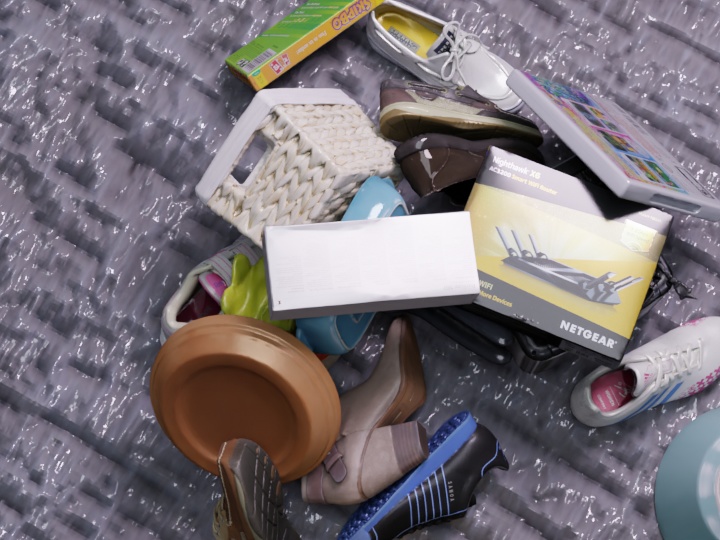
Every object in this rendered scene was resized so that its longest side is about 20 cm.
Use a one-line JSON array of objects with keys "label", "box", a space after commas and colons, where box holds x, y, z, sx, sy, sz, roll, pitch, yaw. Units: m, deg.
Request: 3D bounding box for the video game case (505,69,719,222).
[{"label": "video game case", "box": [0.263, -0.128, 1.535, 0.024, 0.181, 0.200, -56, 50, 23]}]

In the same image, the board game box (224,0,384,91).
[{"label": "board game box", "box": [-0.053, -0.273, 1.648, 0.199, 0.096, 0.030, -38, 117, -5]}]

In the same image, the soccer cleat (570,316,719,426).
[{"label": "soccer cleat", "box": [0.312, 0.106, 1.548, 0.199, 0.086, 0.070, -27, 77, -5]}]

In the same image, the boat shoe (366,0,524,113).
[{"label": "boat shoe", "box": [0.095, -0.242, 1.637, 0.201, 0.086, 0.075, 34, 80, 9]}]

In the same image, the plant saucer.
[{"label": "plant saucer", "box": [-0.119, 0.138, 1.477, 0.198, 0.202, 0.038, 16, 34, 6]}]

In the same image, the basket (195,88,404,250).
[{"label": "basket", "box": [-0.052, -0.098, 1.530, 0.123, 0.200, 0.136, 41, 111, 14]}]

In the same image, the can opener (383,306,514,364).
[{"label": "can opener", "box": [0.080, 0.033, 1.548, 0.078, 0.064, 0.199, -40, 52, -24]}]

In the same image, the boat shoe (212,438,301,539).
[{"label": "boat shoe", "box": [-0.113, 0.255, 1.486, 0.073, 0.201, 0.076, -3, 35, 19]}]

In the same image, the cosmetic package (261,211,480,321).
[{"label": "cosmetic package", "box": [0.009, -0.003, 1.413, 0.198, 0.051, 0.083, -4, 74, -9]}]

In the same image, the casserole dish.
[{"label": "casserole dish", "box": [0.000, 0.000, 1.492, 0.039, 0.121, 0.201, 21, 70, 22]}]

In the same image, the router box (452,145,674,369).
[{"label": "router box", "box": [0.190, -0.013, 1.476, 0.198, 0.052, 0.158, 21, 78, 6]}]

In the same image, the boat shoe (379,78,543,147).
[{"label": "boat shoe", "box": [0.109, -0.168, 1.597, 0.199, 0.072, 0.067, 5, 66, -28]}]

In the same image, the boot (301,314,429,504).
[{"label": "boot", "box": [-0.005, 0.149, 1.556, 0.145, 0.070, 0.201, -19, 47, 18]}]

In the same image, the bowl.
[{"label": "bowl", "box": [0.406, 0.227, 1.509, 0.199, 0.105, 0.203, 0, 76, 1]}]

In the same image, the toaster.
[{"label": "toaster", "box": [0.216, -0.001, 1.560, 0.180, 0.119, 0.201, -29, 77, -4]}]

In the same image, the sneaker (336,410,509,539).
[{"label": "sneaker", "box": [0.065, 0.239, 1.533, 0.200, 0.070, 0.078, -43, 99, 1]}]

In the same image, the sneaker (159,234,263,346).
[{"label": "sneaker", "box": [-0.134, 0.017, 1.581, 0.081, 0.088, 0.200, 42, 81, 10]}]

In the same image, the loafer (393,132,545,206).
[{"label": "loafer", "box": [0.118, -0.097, 1.572, 0.199, 0.073, 0.072, 0, 73, -38]}]

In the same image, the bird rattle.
[{"label": "bird rattle", "box": [-0.070, 0.080, 1.539, 0.162, 0.202, 0.112, -18, 35, -33]}]
